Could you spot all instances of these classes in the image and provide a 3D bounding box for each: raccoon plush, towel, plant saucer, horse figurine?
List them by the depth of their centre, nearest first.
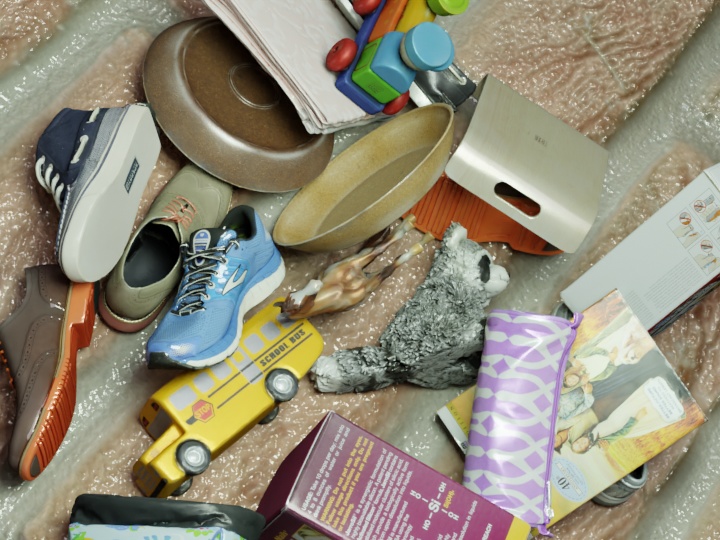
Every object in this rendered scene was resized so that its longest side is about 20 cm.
[{"bbox_3d":[0.000,0.000,1.608,0.132,0.200,0.050,-36,93,9],"label":"horse figurine"},{"bbox_3d":[0.011,-0.075,1.630,0.035,0.200,0.200,52,56,-18],"label":"plant saucer"},{"bbox_3d":[0.045,0.029,1.647,0.200,0.097,0.134,-2,59,-22],"label":"raccoon plush"},{"bbox_3d":[-0.105,-0.164,1.680,0.200,0.034,0.201,18,50,-23],"label":"plant saucer"},{"bbox_3d":[-0.054,-0.212,1.698,0.191,0.032,0.200,52,24,7],"label":"towel"}]

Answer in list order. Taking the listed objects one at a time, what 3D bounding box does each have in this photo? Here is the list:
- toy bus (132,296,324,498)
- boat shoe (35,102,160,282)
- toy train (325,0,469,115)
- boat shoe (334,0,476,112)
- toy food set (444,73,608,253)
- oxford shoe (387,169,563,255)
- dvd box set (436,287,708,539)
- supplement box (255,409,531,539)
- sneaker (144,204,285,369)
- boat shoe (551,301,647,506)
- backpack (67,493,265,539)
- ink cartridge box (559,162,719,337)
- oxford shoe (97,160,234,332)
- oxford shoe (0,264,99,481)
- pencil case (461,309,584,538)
[{"bbox_3d":[-0.119,0.112,1.553,0.200,0.065,0.078,-38,84,-31],"label":"toy bus"},{"bbox_3d":[-0.246,-0.067,1.567,0.093,0.075,0.200,2,43,17],"label":"boat shoe"},{"bbox_3d":[0.057,-0.245,1.665,0.085,0.116,0.200,38,59,-24],"label":"toy train"},{"bbox_3d":[0.034,-0.236,1.764,0.060,0.074,0.200,-39,85,5],"label":"boat shoe"},{"bbox_3d":[0.155,-0.100,1.709,0.143,0.060,0.200,33,29,-6],"label":"toy food set"},{"bbox_3d":[0.113,-0.070,1.742,0.200,0.071,0.073,16,36,-13],"label":"oxford shoe"},{"bbox_3d":[0.189,0.130,1.625,0.200,0.029,0.146,-34,80,4],"label":"dvd box set"},{"bbox_3d":[0.019,0.226,1.517,0.200,0.131,0.103,31,58,-7],"label":"supplement box"},{"bbox_3d":[-0.135,0.013,1.548,0.200,0.078,0.089,-59,140,-49],"label":"sneaker"},{"bbox_3d":[0.227,0.116,1.688,0.074,0.065,0.202,2,65,-21],"label":"boat shoe"},{"bbox_3d":[-0.169,0.278,1.414,0.163,0.154,0.200,3,79,13],"label":"backpack"},{"bbox_3d":[0.314,-0.022,1.684,0.084,0.200,0.175,54,38,10],"label":"ink cartridge box"},{"bbox_3d":[-0.161,-0.036,1.600,0.070,0.075,0.200,29,58,-4],"label":"oxford shoe"},{"bbox_3d":[-0.273,0.084,1.513,0.072,0.071,0.200,9,55,1],"label":"oxford shoe"},{"bbox_3d":[0.138,0.132,1.570,0.084,0.085,0.201,13,83,-62],"label":"pencil case"}]
